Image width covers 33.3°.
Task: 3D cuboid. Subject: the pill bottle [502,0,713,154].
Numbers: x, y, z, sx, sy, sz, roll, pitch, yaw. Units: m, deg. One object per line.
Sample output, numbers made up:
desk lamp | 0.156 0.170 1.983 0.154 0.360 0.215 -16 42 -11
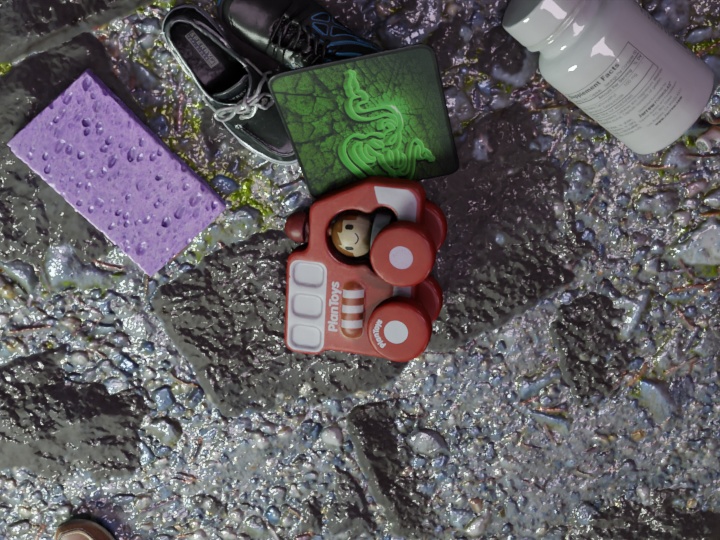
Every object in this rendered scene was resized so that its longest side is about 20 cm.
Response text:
pill bottle | 0.243 -0.216 1.200 0.200 0.114 0.114 35 103 -19

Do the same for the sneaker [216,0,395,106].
sneaker | -0.044 -0.223 1.174 0.200 0.082 0.073 24 106 -16

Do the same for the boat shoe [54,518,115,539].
boat shoe | -0.299 0.376 1.382 0.076 0.072 0.200 -18 113 -1

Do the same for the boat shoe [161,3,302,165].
boat shoe | -0.119 -0.177 1.189 0.074 0.068 0.199 -34 112 6

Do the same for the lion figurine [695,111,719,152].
lion figurine | 0.449 -0.118 1.290 0.122 0.072 0.200 -44 107 -26

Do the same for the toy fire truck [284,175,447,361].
toy fire truck | 0.000 0.000 1.264 0.168 0.112 0.200 6 111 10

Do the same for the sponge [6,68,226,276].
sponge | -0.245 -0.097 1.225 0.112 0.030 0.200 -42 111 9

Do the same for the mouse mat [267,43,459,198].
mouse mat | 0.008 -0.141 1.187 0.161 0.008 0.200 -11 147 7
